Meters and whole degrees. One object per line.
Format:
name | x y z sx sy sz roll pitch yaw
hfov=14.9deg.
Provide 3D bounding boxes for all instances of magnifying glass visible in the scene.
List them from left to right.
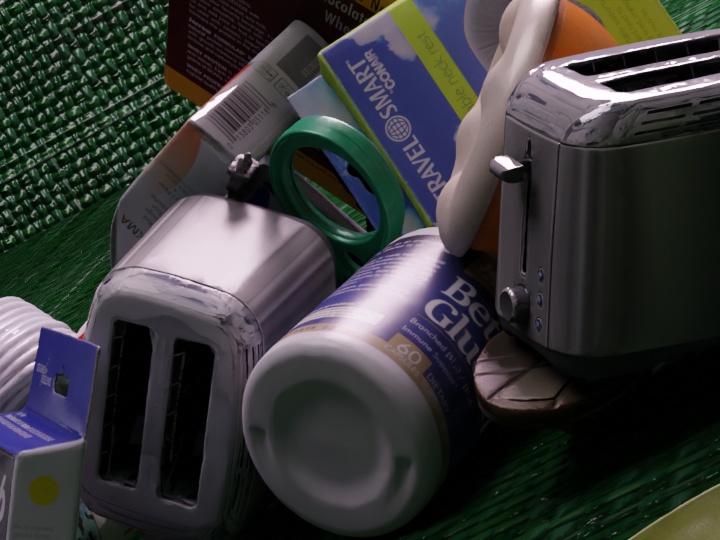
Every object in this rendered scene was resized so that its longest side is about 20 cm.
magnifying glass | 0.000 0.000 1.527 0.079 0.201 0.022 13 43 34

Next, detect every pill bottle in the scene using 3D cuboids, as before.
pill bottle | 0.032 0.045 1.430 0.111 0.112 0.200 -22 12 37

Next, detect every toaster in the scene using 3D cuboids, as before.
toaster | -0.084 0.051 1.477 0.113 0.201 0.129 16 26 13
toaster | 0.155 -0.036 1.285 0.199 0.130 0.114 -11 21 -19

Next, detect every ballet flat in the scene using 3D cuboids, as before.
ballet flat | -0.169 0.147 1.650 0.074 0.075 0.200 -31 12 -7

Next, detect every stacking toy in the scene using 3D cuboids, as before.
stacking toy | 0.149 -0.049 1.392 0.146 0.199 0.147 -160 90 -89

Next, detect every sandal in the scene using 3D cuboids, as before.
sandal | 0.107 0.049 1.343 0.081 0.055 0.200 -3 13 11

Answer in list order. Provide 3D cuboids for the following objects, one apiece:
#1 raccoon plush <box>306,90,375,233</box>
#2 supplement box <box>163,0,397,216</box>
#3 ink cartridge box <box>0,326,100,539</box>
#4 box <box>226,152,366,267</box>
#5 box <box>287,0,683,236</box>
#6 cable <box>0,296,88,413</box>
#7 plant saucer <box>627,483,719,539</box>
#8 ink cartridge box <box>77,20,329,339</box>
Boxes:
raccoon plush | 0.070 -0.057 1.619 0.134 0.200 0.097 -40 42 -11
supplement box | -0.004 -0.171 1.706 0.133 0.197 0.201 -44 -23 -32
ink cartridge box | -0.179 0.131 1.406 0.047 0.202 0.198 5 0 -15
box | -0.081 0.032 1.711 0.184 0.105 0.200 -49 7 6
box | 0.071 -0.110 1.533 0.199 0.122 0.048 -34 -11 -4
cable | -0.262 0.112 1.836 0.200 0.069 0.201 -34 -23 -50
plant saucer | 0.143 0.115 0.969 0.199 0.031 0.200 -29 10 6
ink cartridge box | -0.108 -0.047 1.629 0.200 0.050 0.162 -41 5 34
